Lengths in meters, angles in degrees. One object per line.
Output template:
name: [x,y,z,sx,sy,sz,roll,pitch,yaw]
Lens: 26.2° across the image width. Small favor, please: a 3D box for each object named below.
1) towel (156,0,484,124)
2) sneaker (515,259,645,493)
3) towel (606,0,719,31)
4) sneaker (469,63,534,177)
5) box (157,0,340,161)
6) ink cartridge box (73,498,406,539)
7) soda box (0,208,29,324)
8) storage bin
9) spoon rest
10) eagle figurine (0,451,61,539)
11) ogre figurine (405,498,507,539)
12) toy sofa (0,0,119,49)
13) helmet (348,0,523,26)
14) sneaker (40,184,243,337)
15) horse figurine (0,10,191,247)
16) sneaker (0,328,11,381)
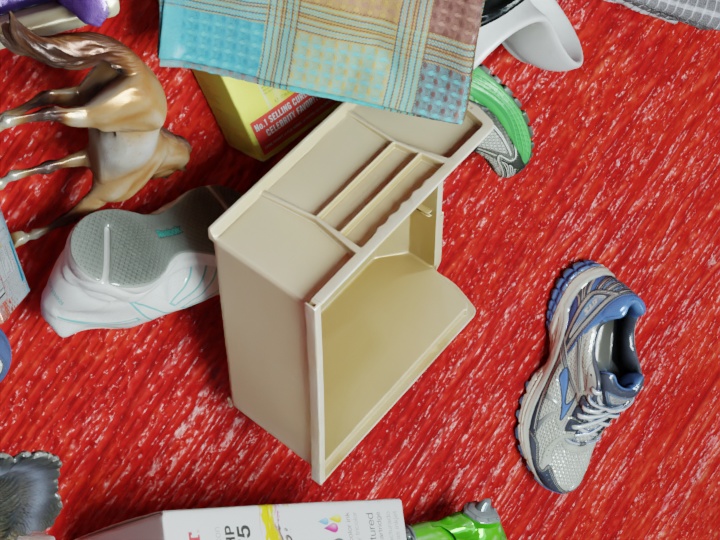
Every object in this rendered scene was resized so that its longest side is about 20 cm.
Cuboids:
towel: [-0.025,-0.168,0.905,0.022,0.198,0.148,-65,165,-55]
sneaker: [0.188,0.099,1.285,0.076,0.085,0.202,-5,110,-36]
towel: [0.240,-0.278,1.182,0.199,0.085,0.167,7,103,-39]
sneaker: [0.045,-0.124,1.107,0.199,0.078,0.086,35,91,-31]
box: [-0.086,-0.173,0.991,0.075,0.050,0.201,-37,126,-19]
ink cartridge box: [-0.081,0.243,1.060,0.199,0.146,0.148,3,72,-38]
soda box: [-0.251,-0.062,0.856,0.068,0.064,0.202,-14,105,6]
storage bin: [0.000,0.000,1.033,0.199,0.093,0.201,-45,154,-28]
spoon rest: [0.112,-0.176,1.087,0.100,0.060,0.200,56,29,0]
eagle figurine: [-0.253,0.157,0.919,0.151,0.151,0.202,-18,125,-23]
ogre figurine: [0.077,0.257,1.259,0.119,0.098,0.201,-30,109,-4]
toy sofa: [-0.203,-0.226,0.852,0.082,0.097,0.202,-21,119,-29]
helmet: [0.031,-0.260,0.960,0.199,0.191,0.201,-30,157,-14]
sneaker: [-0.129,-0.005,1.020,0.199,0.071,0.080,-10,153,-49]
horse figurine: [-0.159,-0.083,0.919,0.131,0.050,0.201,-22,155,-15]
sneaker: [-0.286,0.055,0.901,0.199,0.088,0.076,9,100,-41]
